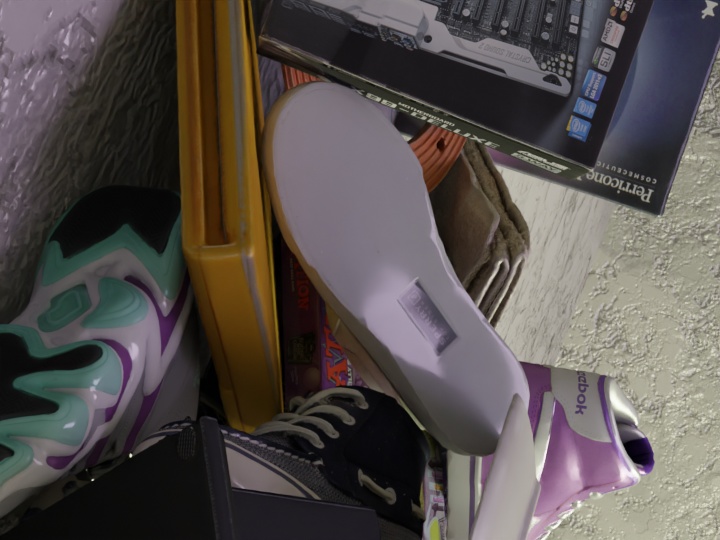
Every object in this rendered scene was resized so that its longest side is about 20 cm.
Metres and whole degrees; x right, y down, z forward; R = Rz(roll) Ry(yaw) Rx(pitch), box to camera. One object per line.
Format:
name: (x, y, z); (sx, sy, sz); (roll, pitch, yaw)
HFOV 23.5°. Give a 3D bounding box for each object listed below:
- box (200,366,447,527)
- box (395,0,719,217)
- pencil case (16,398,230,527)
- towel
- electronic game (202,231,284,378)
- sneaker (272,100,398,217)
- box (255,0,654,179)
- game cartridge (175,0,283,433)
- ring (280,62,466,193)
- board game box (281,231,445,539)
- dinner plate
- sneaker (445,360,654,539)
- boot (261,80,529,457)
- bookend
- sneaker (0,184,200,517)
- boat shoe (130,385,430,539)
box: (-0.039, 0.142, 0.991); (0.199, 0.104, 0.149); (-6, 125, -59)
box: (0.135, -0.165, 1.131); (0.123, 0.198, 0.200); (-61, 168, -73)
pencil case: (-0.131, 0.138, 0.799); (0.090, 0.077, 0.201); (76, 34, -48)
towel: (0.046, -0.002, 1.028); (0.200, 0.034, 0.133); (-107, -140, -65)
electronic game: (-0.046, 0.031, 1.062); (0.201, 0.041, 0.200); (-57, 167, -21)
sneaker: (-0.004, -0.110, 1.007); (0.201, 0.070, 0.081); (-57, 139, -34)
box: (0.061, -0.162, 0.765); (0.050, 0.157, 0.202); (157, -45, -84)
game cartridge: (-0.058, -0.031, 0.787); (0.201, 0.032, 0.178); (89, -4, -60)
ring: (0.013, -0.133, 0.952); (0.200, 0.019, 0.202); (-12, 104, -55)
board game box: (0.002, 0.060, 0.896); (0.120, 0.032, 0.202); (17, 66, -52)
dinner plate: (0.048, 0.152, 0.735); (0.200, 0.024, 0.202); (17, 90, -81)
sneaker: (0.103, 0.126, 0.957); (0.201, 0.113, 0.073); (88, 4, -51)
boot: (0.000, 0.000, 0.812); (0.073, 0.095, 0.201); (-37, 112, -18)
bookend: (-0.045, 0.148, 0.672); (0.198, 0.199, 0.093); (15, 54, -43)
sneaker: (-0.113, 0.073, 0.717); (0.200, 0.077, 0.141); (-55, 147, -46)
boat shoe: (-0.031, 0.084, 0.753); (0.200, 0.074, 0.093); (46, 44, -53)
